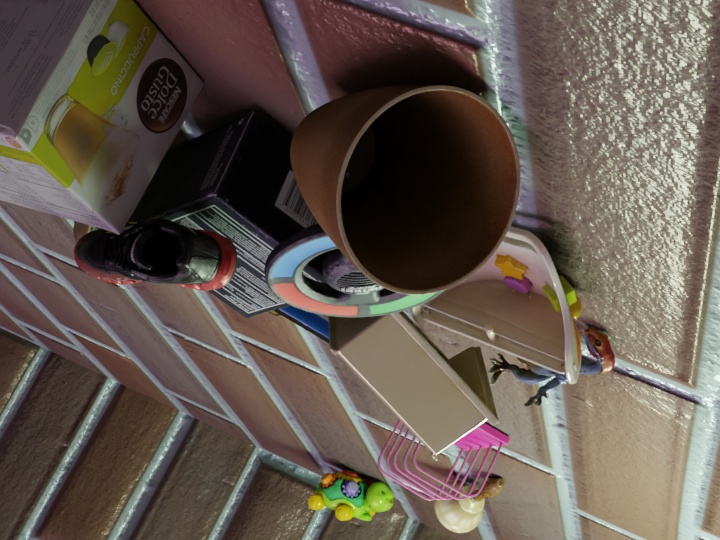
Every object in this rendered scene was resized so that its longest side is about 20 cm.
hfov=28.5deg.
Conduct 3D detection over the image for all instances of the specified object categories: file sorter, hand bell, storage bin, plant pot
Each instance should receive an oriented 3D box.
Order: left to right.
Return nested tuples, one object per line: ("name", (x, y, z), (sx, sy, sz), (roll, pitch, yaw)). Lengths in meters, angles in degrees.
("plant pot", (0.019, -0.094, 1.323), (0.186, 0.187, 0.200), (38, 176, -31))
("storage bin", (0.059, 0.090, 1.702), (0.200, 0.094, 0.199), (47, -164, -20))
("file sorter", (0.130, 0.305, 2.367), (0.139, 0.126, 0.200), (31, 163, -9))
("hand bell", (0.224, 0.423, 2.685), (0.104, 0.104, 0.200), (30, 150, -7))

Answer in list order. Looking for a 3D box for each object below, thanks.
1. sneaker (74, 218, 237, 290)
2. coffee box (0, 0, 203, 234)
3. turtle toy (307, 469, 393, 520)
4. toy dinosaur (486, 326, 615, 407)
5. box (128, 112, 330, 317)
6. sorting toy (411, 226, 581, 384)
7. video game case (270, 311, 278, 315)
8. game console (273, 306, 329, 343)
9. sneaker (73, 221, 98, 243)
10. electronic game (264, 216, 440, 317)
("sneaker", (-0.236, -0.021, 1.524), (0.200, 0.071, 0.098), (5, 173, 27))
("coffee box", (-0.326, -0.186, 1.500), (0.200, 0.200, 0.198), (15, 159, 33))
("turtle toy", (-0.015, 0.516, 3.256), (0.200, 0.101, 0.146), (15, -178, 29))
("toy dinosaur", (0.239, 0.096, 1.734), (0.181, 0.105, 0.200), (2, -171, 32))
("box", (-0.127, -0.059, 1.624), (0.200, 0.123, 0.198), (38, 148, -28))
("sorting toy", (0.154, 0.006, 1.515), (0.200, 0.107, 0.180), (21, 154, 24))
("video game case", (-0.166, 0.005, 2.120), (0.200, 0.026, 0.181), (33, 162, -20))
("game console", (-0.057, 0.048, 1.929), (0.200, 0.171, 0.118), (31, 136, -12))
("sneaker", (-0.304, -0.130, 1.658), (0.090, 0.200, 0.067), (24, -176, 24))
("electronic game", (0.000, 0.000, 1.477), (0.200, 0.042, 0.200), (-3, 153, -1))
